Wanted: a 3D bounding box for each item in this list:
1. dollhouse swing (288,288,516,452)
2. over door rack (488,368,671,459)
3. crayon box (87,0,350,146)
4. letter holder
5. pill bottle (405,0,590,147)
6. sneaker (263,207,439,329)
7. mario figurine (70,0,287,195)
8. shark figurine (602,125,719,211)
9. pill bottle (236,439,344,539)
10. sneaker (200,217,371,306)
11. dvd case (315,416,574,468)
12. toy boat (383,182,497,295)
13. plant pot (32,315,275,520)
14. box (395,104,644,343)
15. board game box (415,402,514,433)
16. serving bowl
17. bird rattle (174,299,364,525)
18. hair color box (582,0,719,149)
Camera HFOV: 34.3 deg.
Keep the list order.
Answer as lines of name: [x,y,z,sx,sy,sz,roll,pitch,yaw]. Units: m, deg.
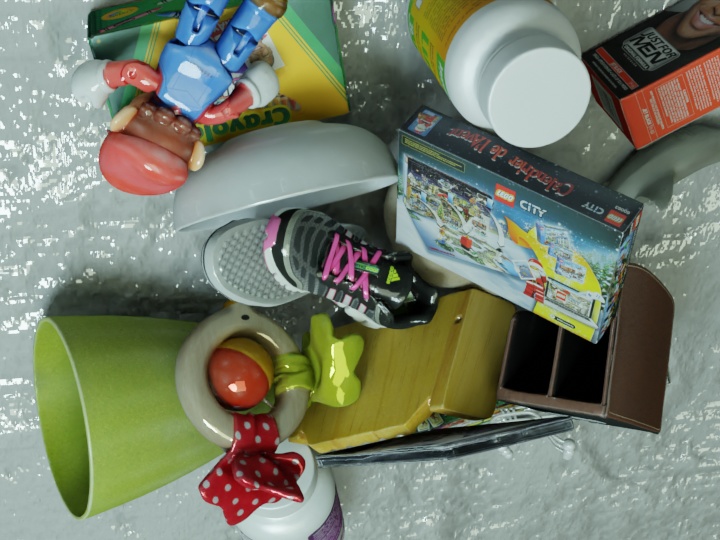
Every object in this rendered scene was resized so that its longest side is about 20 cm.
dollhouse swing: [0.074,0.126,1.133,0.199,0.182,0.176,-18,131,41]
over door rack: [0.239,0.158,1.248,0.199,0.067,0.148,-21,165,4]
crayon box: [-0.117,-0.174,0.983,0.199,0.058,0.119,-14,126,-5]
letter holder: [0.216,0.067,1.079,0.200,0.100,0.143,22,76,-61]
pill bottle: [0.112,-0.180,0.948,0.110,0.200,0.112,-7,124,-10]
sneaker: [0.000,0.000,1.016,0.200,0.087,0.074,34,68,-45]
mario figurine: [-0.144,-0.152,0.925,0.123,0.106,0.200,37,103,13]
shark figurine: [0.275,-0.062,1.144,0.128,0.090,0.215,25,113,-26]
pill bottle: [-0.078,0.240,1.206,0.112,0.113,0.200,-14,149,-5]
sneaker: [-0.081,-0.010,1.047,0.200,0.079,0.079,-1,94,-51]
dvd case: [0.072,0.156,1.061,0.148,0.200,0.016,-6,84,-35]
toy boat: [0.124,-0.059,1.087,0.199,0.131,0.131,9,127,19]
plant pot: [-0.187,0.120,1.108,0.199,0.187,0.188,-9,127,-28]
box: [0.121,-0.037,0.949,0.038,0.199,0.137,-48,154,-33]
board game box: [0.144,0.144,1.255,0.199,0.024,0.105,-19,167,-1]
serving bowl: [-0.068,-0.086,0.998,0.199,0.200,0.066,-13,90,-5]
bird rattle: [-0.098,0.116,1.049,0.163,0.200,0.113,43,151,-9]
hair color box: [0.311,-0.198,1.050,0.199,0.102,0.061,-27,126,4]
